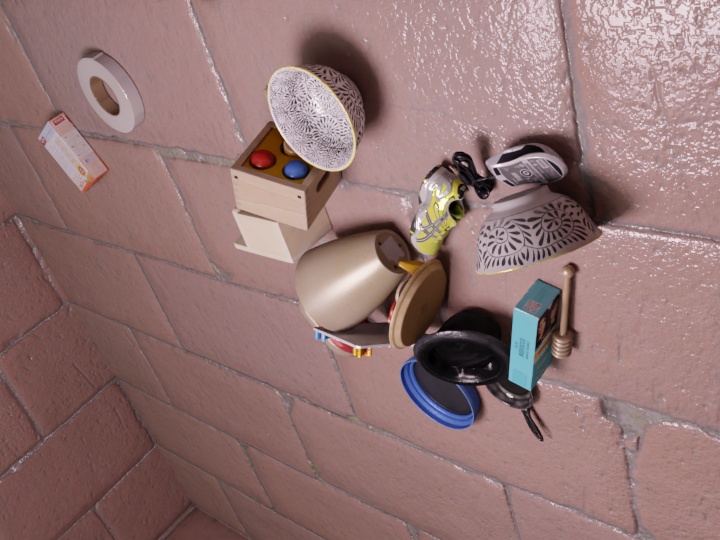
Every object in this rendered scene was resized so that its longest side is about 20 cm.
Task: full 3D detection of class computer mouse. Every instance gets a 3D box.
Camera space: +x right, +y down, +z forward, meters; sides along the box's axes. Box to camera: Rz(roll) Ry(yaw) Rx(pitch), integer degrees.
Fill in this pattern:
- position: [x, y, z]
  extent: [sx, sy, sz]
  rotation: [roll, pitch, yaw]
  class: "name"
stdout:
- position: [0.237, -0.162, 1.322]
  extent: [0.199, 0.044, 0.110]
  rotation: [-5, 146, 47]
  class: "computer mouse"

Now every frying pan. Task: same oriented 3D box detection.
- position: [0.325, 0.256, 1.703]
  extent: [0.190, 0.031, 0.115]
  rotation: [41, 148, 3]
  class: "frying pan"

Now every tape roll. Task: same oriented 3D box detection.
- position: [-0.603, -0.429, 2.052]
  extent: [0.202, 0.037, 0.204]
  rotation: [32, 146, 24]
  class: "tape roll"

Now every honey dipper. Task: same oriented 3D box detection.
- position: [0.352, 0.071, 1.461]
  extent: [0.038, 0.038, 0.201]
  rotation: [25, 140, 31]
  class: "honey dipper"

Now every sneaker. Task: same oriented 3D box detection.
- position: [0.140, -0.090, 1.500]
  extent: [0.076, 0.075, 0.201]
  rotation: [33, 147, 22]
  class: "sneaker"

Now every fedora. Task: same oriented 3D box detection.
- position: [0.204, 0.141, 1.641]
  extent: [0.199, 0.092, 0.201]
  rotation: [12, 143, 9]
  class: "fedora"

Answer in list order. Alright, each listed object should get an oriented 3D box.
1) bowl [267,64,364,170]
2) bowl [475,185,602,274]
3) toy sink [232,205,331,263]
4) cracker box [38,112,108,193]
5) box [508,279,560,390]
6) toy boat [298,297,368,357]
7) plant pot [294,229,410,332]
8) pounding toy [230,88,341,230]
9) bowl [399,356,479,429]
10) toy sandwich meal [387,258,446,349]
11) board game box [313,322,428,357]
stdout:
- position: [-0.059, -0.285, 1.487]
  extent: [0.200, 0.094, 0.202]
  rotation: [30, 145, 24]
  class: "bowl"
- position: [0.256, -0.071, 1.292]
  extent: [0.200, 0.200, 0.095]
  rotation: [-9, 103, 54]
  class: "bowl"
- position: [-0.185, -0.113, 1.812]
  extent: [0.199, 0.130, 0.113]
  rotation: [15, 137, 42]
  class: "toy sink"
- position: [-0.807, -0.328, 2.390]
  extent: [0.200, 0.058, 0.134]
  rotation: [53, 147, -11]
  class: "cracker box"
- position: [0.310, 0.118, 1.520]
  extent: [0.049, 0.082, 0.201]
  rotation: [26, 143, 28]
  class: "box"
- position: [-0.034, 0.091, 1.892]
  extent: [0.130, 0.131, 0.200]
  rotation: [-36, 97, 29]
  class: "toy boat"
- position: [0.000, 0.000, 1.694]
  extent: [0.188, 0.187, 0.200]
  rotation: [51, 134, -7]
  class: "plant pot"
- position: [-0.142, -0.215, 1.623]
  extent: [0.183, 0.201, 0.143]
  rotation: [18, 141, 16]
  class: "pounding toy"
- position: [0.178, 0.265, 1.883]
  extent: [0.200, 0.039, 0.201]
  rotation: [31, 146, 24]
  class: "bowl"
- position: [0.095, 0.057, 1.618]
  extent: [0.070, 0.205, 0.206]
  rotation: [26, 143, 25]
  class: "toy sandwich meal"
- position: [0.032, 0.140, 1.749]
  extent: [0.200, 0.199, 0.026]
  rotation: [14, 103, 60]
  class: "board game box"
